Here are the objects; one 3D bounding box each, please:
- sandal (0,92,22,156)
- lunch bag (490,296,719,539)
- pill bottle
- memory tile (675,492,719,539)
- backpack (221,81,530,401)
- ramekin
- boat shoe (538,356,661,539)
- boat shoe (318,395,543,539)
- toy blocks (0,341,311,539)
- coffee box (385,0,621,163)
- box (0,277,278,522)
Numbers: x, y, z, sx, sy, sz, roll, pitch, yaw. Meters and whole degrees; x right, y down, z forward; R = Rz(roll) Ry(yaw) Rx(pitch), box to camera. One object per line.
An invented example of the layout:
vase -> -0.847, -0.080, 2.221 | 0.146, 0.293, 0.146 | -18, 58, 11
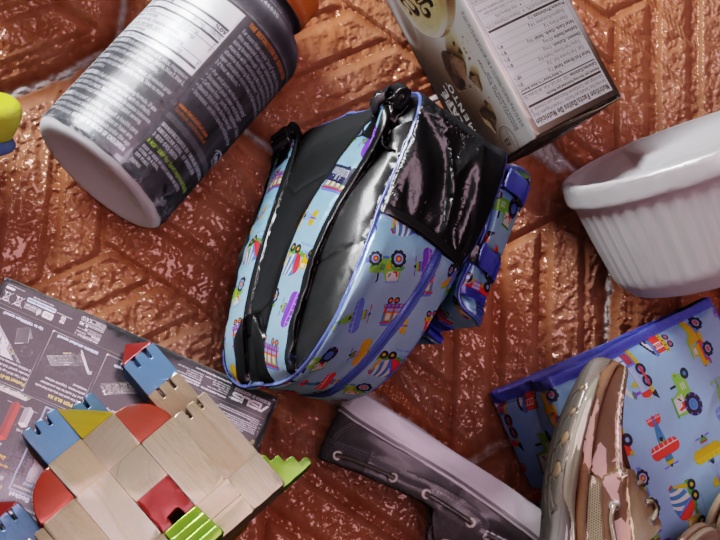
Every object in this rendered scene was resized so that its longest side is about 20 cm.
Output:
sandal -> -0.314, -0.058, 0.894 | 0.200, 0.080, 0.087 | -7, 110, -9
lunch bag -> 0.221, 0.116, 1.011 | 0.200, 0.094, 0.151 | -21, 88, -24
pill bottle -> -0.114, -0.134, 0.948 | 0.106, 0.106, 0.200 | 41, 72, -5
memory tile -> 0.249, 0.211, 0.985 | 0.200, 0.153, 0.017 | -40, 48, -20
backpack -> 0.000, 0.000, 0.916 | 0.134, 0.182, 0.200 | 29, 70, -25
ramekin -> 0.253, -0.052, 0.999 | 0.202, 0.202, 0.094 | -23, 99, -19
boat shoe -> 0.154, 0.157, 0.896 | 0.072, 0.076, 0.200 | 10, 88, 1
boat shoe -> 0.060, 0.161, 0.959 | 0.200, 0.070, 0.066 | 34, 84, 0
toy blocks -> -0.148, 0.132, 0.852 | 0.200, 0.100, 0.137 | -40, 81, -18
coffee box -> 0.090, -0.182, 1.013 | 0.080, 0.113, 0.200 | -28, 89, -19
box -> -0.174, 0.118, 0.913 | 0.200, 0.050, 0.158 | 24, 75, -11
